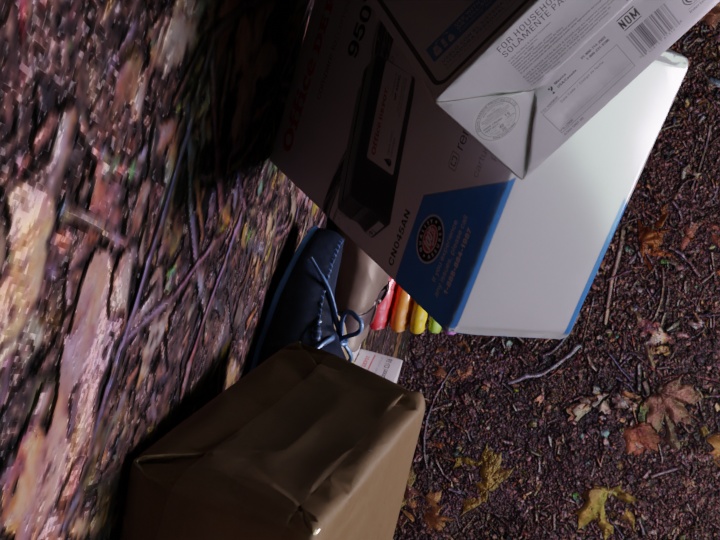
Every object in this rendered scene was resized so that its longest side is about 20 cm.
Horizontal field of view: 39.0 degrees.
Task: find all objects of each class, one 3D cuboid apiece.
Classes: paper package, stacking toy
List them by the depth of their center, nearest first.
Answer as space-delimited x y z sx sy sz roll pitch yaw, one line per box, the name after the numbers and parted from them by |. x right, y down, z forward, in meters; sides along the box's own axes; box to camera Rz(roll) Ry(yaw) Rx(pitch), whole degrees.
-0.054 0.169 0.565 0.191 0.103 0.201 -32 138 -66 | paper package
0.093 0.037 1.209 0.110 0.199 0.117 -66 168 -54 | stacking toy

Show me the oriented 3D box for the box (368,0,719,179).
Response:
0.050 -0.146 0.415 0.117 0.060 0.201 -42 -136 18 | box

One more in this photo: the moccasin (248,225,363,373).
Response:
-0.038 0.068 0.718 0.081 0.068 0.201 84 21 -72 | moccasin

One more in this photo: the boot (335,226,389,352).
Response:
0.000 0.000 0.914 0.200 0.070 0.147 4 103 -83 | boot

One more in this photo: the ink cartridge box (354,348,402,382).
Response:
0.005 0.187 1.376 0.117 0.067 0.201 -61 164 -67 | ink cartridge box

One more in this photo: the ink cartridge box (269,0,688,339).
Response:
0.044 -0.078 0.522 0.200 0.084 0.145 44 -58 48 | ink cartridge box

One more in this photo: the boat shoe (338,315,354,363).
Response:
-0.030 0.104 0.849 0.200 0.074 0.069 96 13 -60 | boat shoe
